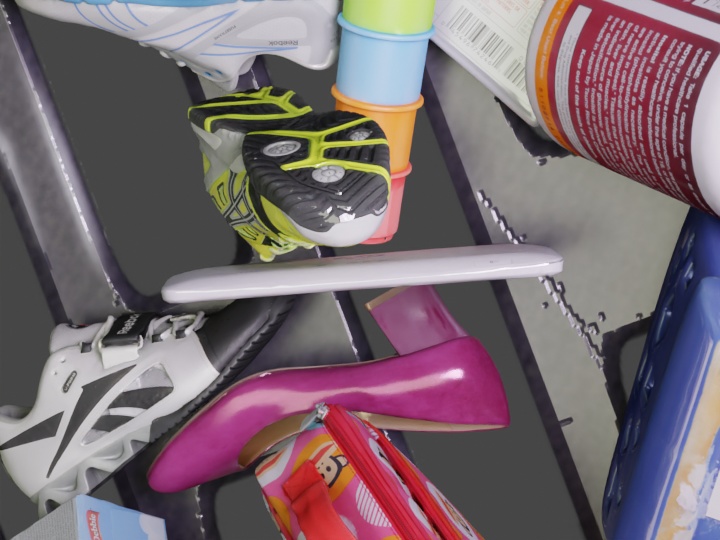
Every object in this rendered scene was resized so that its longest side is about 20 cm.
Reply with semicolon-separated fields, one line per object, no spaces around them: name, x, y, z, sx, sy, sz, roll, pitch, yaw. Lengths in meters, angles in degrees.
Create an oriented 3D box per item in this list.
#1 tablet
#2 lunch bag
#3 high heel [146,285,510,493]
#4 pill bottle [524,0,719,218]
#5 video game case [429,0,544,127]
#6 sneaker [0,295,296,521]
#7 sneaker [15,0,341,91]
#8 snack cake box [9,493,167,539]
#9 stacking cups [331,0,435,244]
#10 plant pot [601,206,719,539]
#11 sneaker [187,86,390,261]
tablet;0.000;0.000;1.067;0.199;0.130;0.014;-4;93;-1
lunch bag;0.024;0.162;1.041;0.082;0.176;0.200;-40;43;3
high heel;-0.019;0.091;1.128;0.200;0.067;0.096;-34;77;10
pill bottle;0.179;-0.084;0.999;0.200;0.113;0.113;32;105;52
video game case;0.078;-0.210;1.105;0.200;0.024;0.182;41;102;7
sneaker;-0.129;0.054;1.148;0.200;0.074;0.089;-37;89;12
sneaker;-0.101;-0.138;1.130;0.199;0.075;0.087;6;127;23
snack cake box;-0.154;0.238;1.108;0.115;0.067;0.201;-33;51;32
stacking cups;0.013;-0.115;1.099;0.060;0.061;0.201;12;115;11
plant pot;0.226;0.089;1.008;0.199;0.180;0.201;18;108;9
sneaker;-0.031;-0.042;1.074;0.075;0.200;0.077;-15;111;-15
